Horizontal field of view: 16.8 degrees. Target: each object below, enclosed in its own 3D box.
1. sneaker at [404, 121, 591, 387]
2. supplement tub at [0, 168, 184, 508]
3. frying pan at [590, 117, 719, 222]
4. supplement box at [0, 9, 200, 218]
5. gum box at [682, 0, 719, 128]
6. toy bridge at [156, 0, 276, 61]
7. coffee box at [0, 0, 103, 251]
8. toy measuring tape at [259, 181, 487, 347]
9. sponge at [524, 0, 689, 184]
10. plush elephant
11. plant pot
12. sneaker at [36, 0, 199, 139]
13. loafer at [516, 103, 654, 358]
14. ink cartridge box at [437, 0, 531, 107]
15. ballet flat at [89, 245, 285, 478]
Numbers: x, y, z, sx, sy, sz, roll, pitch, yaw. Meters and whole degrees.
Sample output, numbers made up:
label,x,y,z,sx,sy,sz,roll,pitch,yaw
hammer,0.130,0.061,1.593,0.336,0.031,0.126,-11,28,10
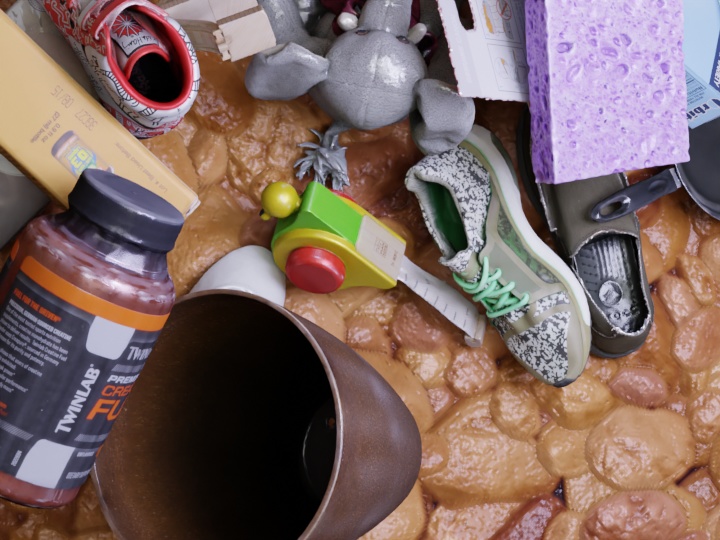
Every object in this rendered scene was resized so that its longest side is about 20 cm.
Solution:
label,x,y,z,sx,sy,sz,roll,pitch,yaw
sneaker,0.085,-0.002,1.690,0.089,0.077,0.200,-28,87,-50
supplement tub,-0.183,0.040,1.511,0.107,0.107,0.200,26,102,-10
frying pan,0.246,-0.061,1.742,0.115,0.031,0.190,46,64,-12
supplement box,-0.199,-0.089,1.571,0.200,0.069,0.067,44,81,-11
gum box,0.190,-0.222,1.682,0.200,0.045,0.170,37,49,-28
toy bridge,-0.101,-0.171,1.611,0.067,0.200,0.027,-20,111,-2
coffee box,-0.232,-0.099,1.638,0.114,0.080,0.200,45,80,-8
toy measuring tape,0.000,0.000,1.702,0.200,0.074,0.074,37,81,-29
sponge,0.160,-0.161,1.589,0.111,0.030,0.201,-8,100,-28
plush elephant,0.007,-0.151,1.651,0.164,0.155,0.200,13,85,-11
plant pot,-0.046,0.116,1.605,0.187,0.200,0.187,-4,81,28
sneaker,-0.169,-0.179,1.558,0.067,0.108,0.202,-32,96,-15
loafer,0.169,-0.036,1.726,0.075,0.070,0.200,-20,92,-12
ink cartridge box,0.105,-0.177,1.655,0.200,0.050,0.161,0,70,-43
ballet flat,-0.114,0.068,1.666,0.069,0.069,0.200,40,81,-8
